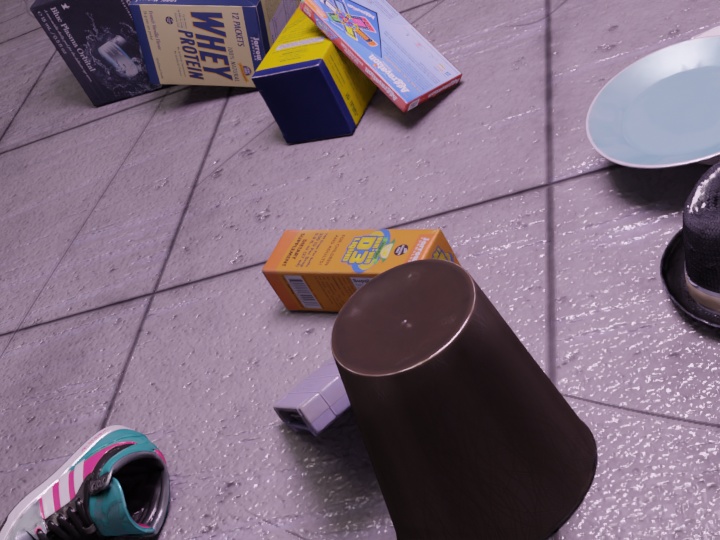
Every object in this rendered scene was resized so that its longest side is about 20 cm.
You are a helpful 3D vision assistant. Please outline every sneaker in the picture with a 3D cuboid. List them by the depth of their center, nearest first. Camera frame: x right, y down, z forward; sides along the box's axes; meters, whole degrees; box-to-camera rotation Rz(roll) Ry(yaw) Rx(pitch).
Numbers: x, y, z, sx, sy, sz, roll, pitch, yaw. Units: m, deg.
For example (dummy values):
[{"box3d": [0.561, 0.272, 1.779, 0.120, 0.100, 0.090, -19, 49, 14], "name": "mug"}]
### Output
[{"box3d": [-0.245, 0.229, 0.992, 0.120, 0.084, 0.201, -1, 43, 49], "name": "sneaker"}]

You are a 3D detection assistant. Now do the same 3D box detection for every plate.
[{"box3d": [0.314, -0.156, 1.040, 0.198, 0.026, 0.201, -20, 37, 16], "name": "plate"}]

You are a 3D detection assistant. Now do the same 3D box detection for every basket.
[{"box3d": [0.067, 0.103, 0.812, 0.179, 0.201, 0.136, -33, 35, -4], "name": "basket"}]

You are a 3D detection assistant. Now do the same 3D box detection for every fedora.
[{"box3d": [0.336, -0.043, 0.888, 0.198, 0.092, 0.202, -19, 37, 15], "name": "fedora"}]

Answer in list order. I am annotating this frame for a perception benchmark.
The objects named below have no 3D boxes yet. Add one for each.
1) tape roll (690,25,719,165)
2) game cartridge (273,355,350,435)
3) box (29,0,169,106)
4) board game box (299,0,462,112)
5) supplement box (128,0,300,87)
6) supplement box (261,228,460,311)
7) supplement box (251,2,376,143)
[{"box3d": [0.383, -0.181, 1.074, 0.201, 0.037, 0.204, -20, 36, 15], "name": "tape roll"}, {"box3d": [-0.009, 0.090, 0.945, 0.129, 0.039, 0.200, -35, 1, -12], "name": "game cartridge"}, {"box3d": [-0.384, -0.393, 1.748, 0.198, 0.198, 0.118, -10, 40, 26], "name": "box"}, {"box3d": [0.025, -0.285, 1.354, 0.102, 0.020, 0.200, -31, 69, -33], "name": "board game box"}, {"box3d": [-0.207, -0.388, 1.624, 0.197, 0.135, 0.201, 4, 44, 13], "name": "supplement box"}, {"box3d": [0.000, 0.000, 1.104, 0.198, 0.069, 0.067, 2, 48, 34], "name": "supplement box"}, {"box3d": [-0.042, -0.277, 1.435, 0.108, 0.109, 0.201, -4, 42, 32], "name": "supplement box"}]
